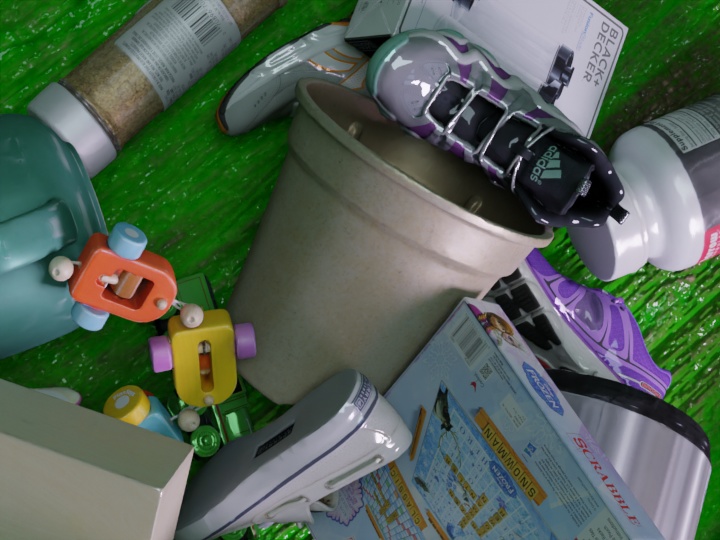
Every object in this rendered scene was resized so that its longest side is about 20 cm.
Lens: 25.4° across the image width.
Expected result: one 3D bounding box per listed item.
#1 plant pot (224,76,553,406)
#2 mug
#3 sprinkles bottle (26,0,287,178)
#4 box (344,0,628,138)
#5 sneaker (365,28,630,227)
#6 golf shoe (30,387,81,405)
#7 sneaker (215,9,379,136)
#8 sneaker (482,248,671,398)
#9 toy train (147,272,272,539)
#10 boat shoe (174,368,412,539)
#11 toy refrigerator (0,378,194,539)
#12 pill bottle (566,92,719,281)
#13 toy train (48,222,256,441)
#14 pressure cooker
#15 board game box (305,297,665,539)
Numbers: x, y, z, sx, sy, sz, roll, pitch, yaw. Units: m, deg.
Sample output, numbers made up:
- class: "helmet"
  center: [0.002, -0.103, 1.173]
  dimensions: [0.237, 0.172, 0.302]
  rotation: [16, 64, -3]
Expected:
- class: "plant pot"
  center: [0.000, 0.000, 1.084]
  dimensions: [0.199, 0.201, 0.185]
  rotation: [29, 105, -8]
- class: "mug"
  center: [-0.225, -0.017, 1.043]
  dimensions: [0.113, 0.185, 0.153]
  rotation: [-20, 132, -16]
- class: "sprinkles bottle"
  center: [-0.142, -0.154, 1.131]
  dimensions: [0.200, 0.068, 0.068]
  rotation: [-43, 94, -14]
- class: "box"
  center: [0.095, -0.171, 1.150]
  dimensions: [0.199, 0.060, 0.118]
  rotation: [30, 76, -35]
- class: "sneaker"
  center: [0.104, -0.085, 1.052]
  dimensions: [0.199, 0.140, 0.078]
  rotation: [21, 107, -33]
- class: "golf shoe"
  center: [-0.199, 0.173, 1.083]
  dimensions: [0.091, 0.075, 0.202]
  rotation: [-21, 90, -17]
- class: "sneaker"
  center: [-0.008, -0.136, 1.159]
  dimensions: [0.199, 0.076, 0.093]
  rotation: [-29, 95, -13]
- class: "sneaker"
  center: [0.153, 0.034, 1.186]
  dimensions: [0.200, 0.080, 0.084]
  rotation: [49, 60, -11]
- class: "toy train"
  center: [-0.105, 0.098, 1.129]
  dimensions: [0.056, 0.042, 0.202]
  rotation: [-17, 88, -25]
- class: "boat shoe"
  center: [-0.046, 0.138, 1.041]
  dimensions: [0.070, 0.199, 0.071]
  rotation: [42, 32, -18]
- class: "toy refrigerator"
  center: [-0.209, 0.119, 0.980]
  dimensions: [0.198, 0.070, 0.077]
  rotation: [17, 111, 7]
- class: "pill bottle"
  center: [0.253, -0.067, 1.189]
  dimensions: [0.198, 0.111, 0.112]
  rotation: [-23, 89, -14]
- class: "toy train"
  center: [-0.154, 0.057, 1.033]
  dimensions: [0.149, 0.056, 0.201]
  rotation: [16, 118, -25]
- class: "pressure cooker"
  center: [0.140, 0.187, 1.091]
  dimensions: [0.175, 0.177, 0.202]
  rotation: [35, 65, -39]
- class: "board game box"
  center: [0.067, 0.159, 1.007]
  dimensions: [0.041, 0.200, 0.201]
  rotation: [12, 36, -46]
